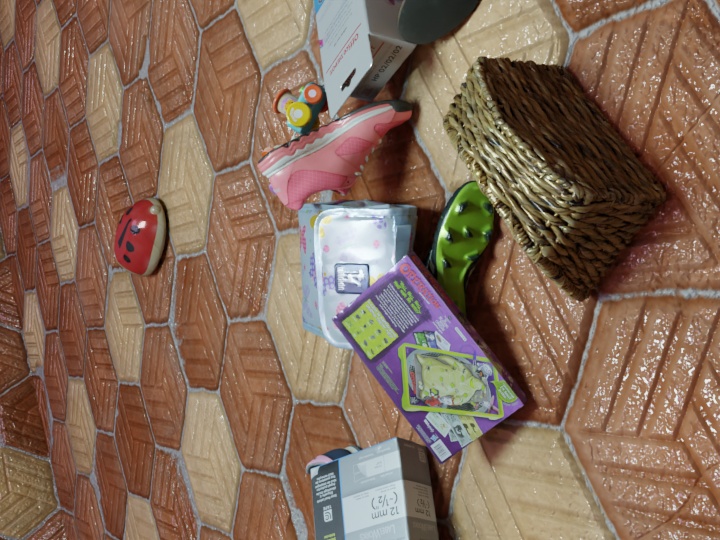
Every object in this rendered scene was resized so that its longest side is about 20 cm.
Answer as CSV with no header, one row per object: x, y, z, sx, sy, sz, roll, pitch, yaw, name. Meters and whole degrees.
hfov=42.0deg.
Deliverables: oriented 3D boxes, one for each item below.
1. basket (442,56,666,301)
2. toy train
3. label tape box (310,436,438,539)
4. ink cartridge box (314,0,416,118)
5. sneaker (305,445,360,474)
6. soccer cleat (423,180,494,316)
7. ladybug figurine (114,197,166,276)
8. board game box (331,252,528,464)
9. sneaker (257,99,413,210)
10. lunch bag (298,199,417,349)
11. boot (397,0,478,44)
0.151,-0.081,0.871,0.200,0.142,0.149,62,140,33,basket
-0.080,-0.181,1.215,0.056,0.150,0.200,28,132,7,toy train
0.018,0.318,1.120,0.143,0.066,0.201,-26,54,32,label tape box
0.004,-0.286,1.120,0.115,0.068,0.201,-44,46,51,ink cartridge box
-0.009,0.325,1.227,0.200,0.082,0.070,59,139,36,sneaker
0.097,-0.012,1.043,0.081,0.067,0.201,-124,41,-57,soccer cleat
-0.446,-0.067,1.886,0.200,0.072,0.136,-57,48,44,ladybug figurine
0.072,0.095,1.012,0.120,0.032,0.200,-41,82,27,board game box
-0.020,-0.137,1.120,0.087,0.200,0.074,65,170,-9,sneaker
0.000,0.000,1.123,0.200,0.127,0.170,-163,70,-64,lunch bag
0.100,-0.336,1.011,0.076,0.073,0.200,-98,31,-43,boot
